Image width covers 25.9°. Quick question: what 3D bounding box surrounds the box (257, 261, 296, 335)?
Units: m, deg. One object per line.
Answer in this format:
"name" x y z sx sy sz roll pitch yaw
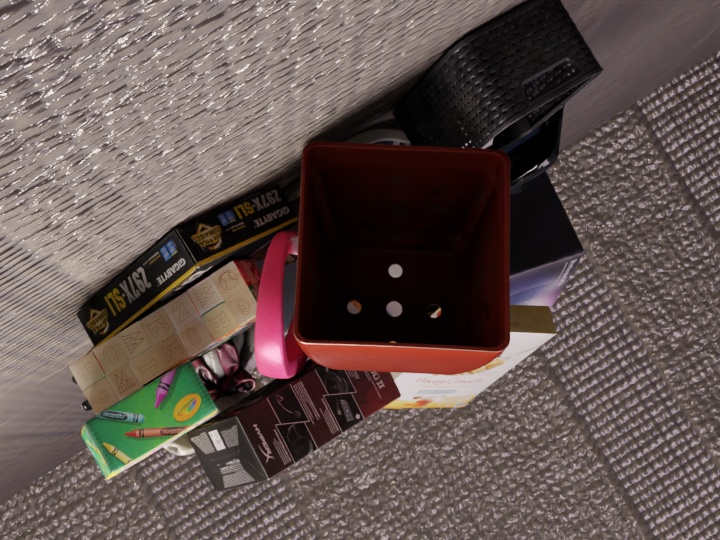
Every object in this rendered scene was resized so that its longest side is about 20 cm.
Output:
"box" -0.096 0.023 2.029 0.197 0.124 0.200 -33 175 -8

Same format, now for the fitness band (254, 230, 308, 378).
"fitness band" -0.069 0.034 1.577 0.037 0.146 0.200 7 -176 8

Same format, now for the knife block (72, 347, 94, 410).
"knife block" -0.320 0.128 2.010 0.175 0.064 0.200 -34 176 13

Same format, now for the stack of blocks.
"stack of blocks" -0.185 0.066 1.589 0.199 0.059 0.115 -32 177 6

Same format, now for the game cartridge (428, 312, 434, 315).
"game cartridge" 0.057 0.107 1.819 0.175 0.033 0.199 10 149 -41

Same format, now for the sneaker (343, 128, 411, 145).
"sneaker" 0.034 -0.099 1.668 0.199 0.085 0.075 -12 165 -46

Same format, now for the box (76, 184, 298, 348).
"box" -0.178 -0.003 1.598 0.199 0.050 0.159 -35 174 41

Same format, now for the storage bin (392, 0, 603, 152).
"storage bin" 0.132 -0.176 1.549 0.134 0.094 0.200 -31 177 -24

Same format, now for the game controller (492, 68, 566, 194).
"game controller" 0.184 -0.173 1.700 0.104 0.042 0.202 -44 -152 48

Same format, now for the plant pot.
"plant pot" 0.037 0.007 1.526 0.197 0.203 0.177 3 159 -1

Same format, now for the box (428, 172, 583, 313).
"box" 0.135 0.001 1.860 0.196 0.124 0.201 -18 158 -17

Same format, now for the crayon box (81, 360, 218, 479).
"crayon box" -0.215 0.153 1.575 0.118 0.059 0.200 -31 178 -14

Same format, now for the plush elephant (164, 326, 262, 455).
"plush elephant" -0.162 0.128 1.762 0.163 0.157 0.200 -18 170 -8

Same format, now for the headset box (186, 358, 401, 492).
"headset box" -0.064 0.147 1.645 0.199 0.078 0.148 -28 -178 -30

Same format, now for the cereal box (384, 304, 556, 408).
"cereal box" 0.104 0.097 1.731 0.142 0.040 0.200 2 152 -31

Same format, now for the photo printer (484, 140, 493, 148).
"photo printer" 0.108 -0.123 1.835 0.200 0.070 0.165 -42 153 30

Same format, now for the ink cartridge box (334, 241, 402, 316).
"ink cartridge box" 0.000 0.000 1.742 0.068 0.115 0.200 -43 -167 -13

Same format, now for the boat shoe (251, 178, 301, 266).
"boat shoe" -0.095 -0.035 1.697 0.199 0.068 0.072 -34 176 22
